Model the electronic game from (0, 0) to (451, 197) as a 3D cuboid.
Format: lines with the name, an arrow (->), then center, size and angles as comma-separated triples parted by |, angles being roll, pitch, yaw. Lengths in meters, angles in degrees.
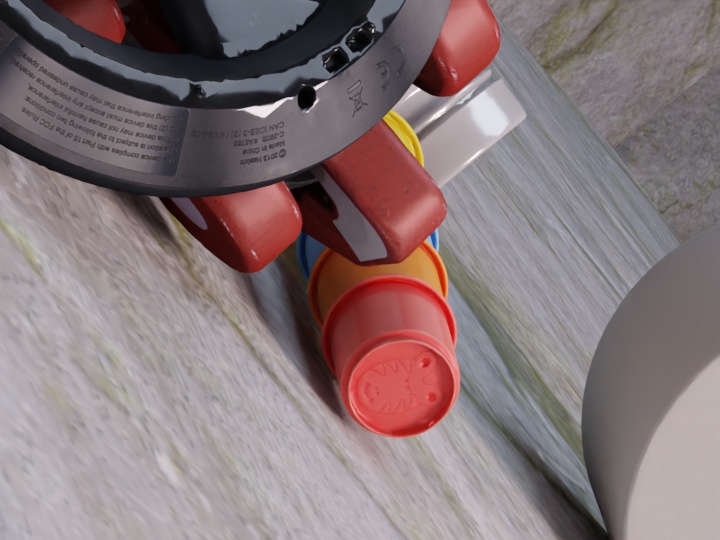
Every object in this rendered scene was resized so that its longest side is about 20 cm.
electronic game -> -0.060, -0.117, 0.723 | 0.200, 0.200, 0.042 | 50, -32, -6

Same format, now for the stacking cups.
stacking cups -> 0.000, 0.000, 0.926 | 0.061, 0.060, 0.200 | 48, 14, -20

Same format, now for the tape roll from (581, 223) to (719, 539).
tape roll -> 0.201, 0.085, 1.092 | 0.203, 0.203, 0.139 | 49, 8, -14

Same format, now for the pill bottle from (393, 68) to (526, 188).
pill bottle -> -0.023, -0.118, 1.081 | 0.200, 0.109, 0.109 | 51, 9, 0

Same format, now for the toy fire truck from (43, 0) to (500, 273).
toy fire truck -> -0.054, -0.085, 0.846 | 0.200, 0.112, 0.168 | 49, -11, -9
